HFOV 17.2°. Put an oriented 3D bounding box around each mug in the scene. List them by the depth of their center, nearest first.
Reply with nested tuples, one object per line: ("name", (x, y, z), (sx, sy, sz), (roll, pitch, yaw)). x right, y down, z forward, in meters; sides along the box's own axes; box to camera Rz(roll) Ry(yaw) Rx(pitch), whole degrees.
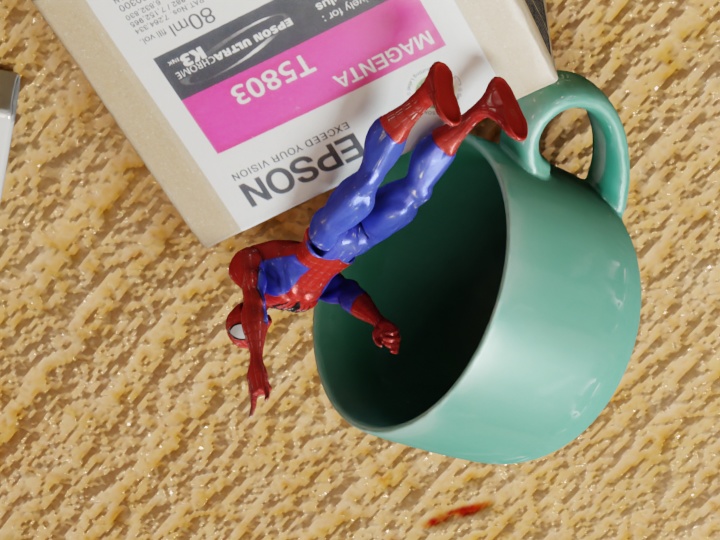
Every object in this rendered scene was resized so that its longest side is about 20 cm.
("mug", (0.075, 0.011, 1.166), (0.114, 0.153, 0.185), (18, 143, -35))

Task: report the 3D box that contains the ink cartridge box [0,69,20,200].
("ink cartridge box", (-0.271, -0.021, 1.196), (0.172, 0.044, 0.201), (9, 126, -10))

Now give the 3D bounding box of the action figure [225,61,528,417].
("action figure", (0.000, 0.000, 1.115), (0.065, 0.100, 0.200), (11, 143, -37))

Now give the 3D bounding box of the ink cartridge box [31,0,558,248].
("ink cartridge box", (-0.029, -0.125, 1.115), (0.199, 0.075, 0.165), (-25, 123, 13))
